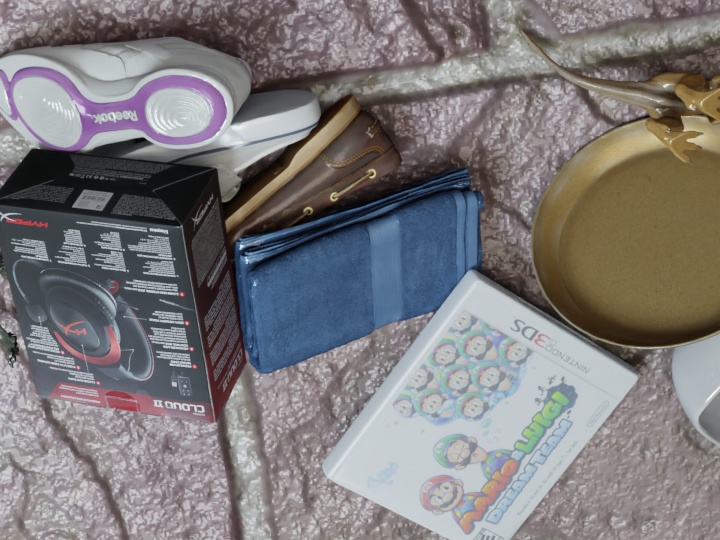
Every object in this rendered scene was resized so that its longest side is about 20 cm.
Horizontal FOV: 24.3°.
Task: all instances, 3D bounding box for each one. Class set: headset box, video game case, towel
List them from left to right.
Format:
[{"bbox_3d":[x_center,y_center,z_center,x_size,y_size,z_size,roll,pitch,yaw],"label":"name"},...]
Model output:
[{"bbox_3d":[-0.170,0.020,1.213,0.148,0.075,0.201,6,128,16],"label":"headset box"},{"bbox_3d":[0.000,0.000,1.247,0.199,0.049,0.112,-21,132,-23],"label":"towel"},{"bbox_3d":[0.096,0.119,1.326,0.181,0.024,0.200,30,105,-29],"label":"video game case"}]

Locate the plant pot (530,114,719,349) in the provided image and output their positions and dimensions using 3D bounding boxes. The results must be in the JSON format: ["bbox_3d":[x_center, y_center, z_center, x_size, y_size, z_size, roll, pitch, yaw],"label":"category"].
[{"bbox_3d":[0.225,-0.026,1.237,0.199,0.201,0.028,-28,144,5],"label":"plant pot"}]

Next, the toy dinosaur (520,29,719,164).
[{"bbox_3d":[0.222,-0.128,1.244,0.199,0.106,0.061,3,116,-13],"label":"toy dinosaur"}]

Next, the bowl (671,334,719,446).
[{"bbox_3d":[0.328,0.045,1.283,0.200,0.075,0.199,-47,146,12],"label":"bowl"}]

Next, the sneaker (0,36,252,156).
[{"bbox_3d":[-0.172,-0.129,1.211,0.199,0.100,0.075,6,118,16],"label":"sneaker"}]

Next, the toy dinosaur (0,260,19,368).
[{"bbox_3d":[-0.302,0.029,1.266,0.087,0.047,0.201,3,106,0],"label":"toy dinosaur"}]

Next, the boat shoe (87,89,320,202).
[{"bbox_3d":[-0.119,-0.076,1.232,0.199,0.072,0.066,-19,112,3],"label":"boat shoe"}]

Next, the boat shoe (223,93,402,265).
[{"bbox_3d":[-0.059,-0.043,1.249,0.200,0.070,0.070,-38,107,10],"label":"boat shoe"}]
